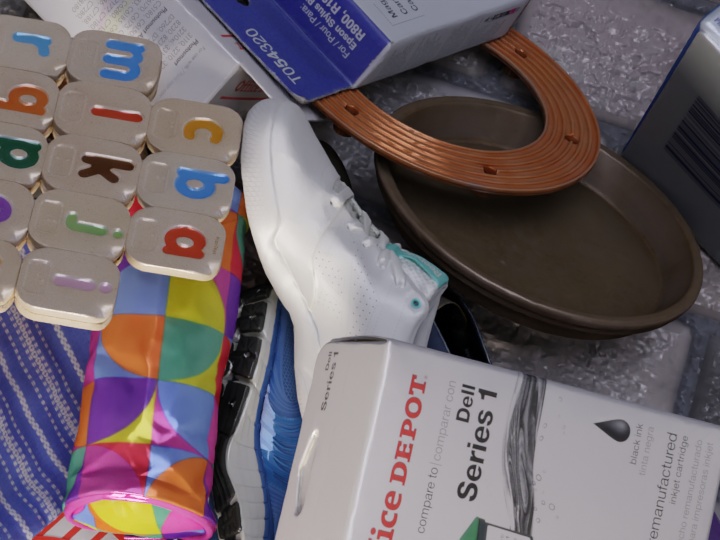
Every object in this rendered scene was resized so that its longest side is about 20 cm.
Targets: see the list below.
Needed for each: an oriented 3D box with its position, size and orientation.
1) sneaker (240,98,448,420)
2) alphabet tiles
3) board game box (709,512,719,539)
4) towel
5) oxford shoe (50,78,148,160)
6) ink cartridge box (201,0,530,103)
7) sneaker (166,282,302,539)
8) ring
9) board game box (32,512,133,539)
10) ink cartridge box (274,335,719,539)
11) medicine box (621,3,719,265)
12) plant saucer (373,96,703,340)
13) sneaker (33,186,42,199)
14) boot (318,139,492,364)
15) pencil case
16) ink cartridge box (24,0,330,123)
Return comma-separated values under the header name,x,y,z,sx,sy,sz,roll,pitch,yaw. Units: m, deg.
name,x,y,z,sx,sy,sz,roll,pitch,yaw
sneaker,0.000,0.000,1.441,0.088,0.075,0.200,-15,94,20
alphabet tiles,-0.162,-0.053,1.404,0.195,0.015,0.200,9,47,-3
board game box,0.137,0.205,1.483,0.165,0.057,0.200,-26,75,-16
towel,-0.190,0.072,1.396,0.200,0.024,0.145,-42,113,-48
oxford shoe,-0.152,-0.048,1.532,0.071,0.071,0.200,-23,75,-13
ink cartridge box,-0.027,-0.193,1.566,0.196,0.043,0.200,47,36,15
sneaker,-0.055,0.103,1.474,0.089,0.079,0.200,25,58,-42
ring,0.043,-0.103,1.564,0.200,0.019,0.200,17,34,-12
board game box,-0.188,0.213,1.433,0.151,0.046,0.200,43,68,9
ink cartridge box,0.069,0.125,1.385,0.200,0.084,0.146,15,82,-22
medicine box,0.270,-0.119,1.565,0.200,0.182,0.103,-38,79,-21
plant saucer,0.096,-0.027,1.536,0.200,0.029,0.200,19,33,-13
sneaker,-0.227,-0.090,1.501,0.200,0.079,0.074,42,29,22
boot,0.017,0.009,1.511,0.075,0.097,0.200,5,68,-55
pencil case,-0.103,0.043,1.429,0.088,0.088,0.200,10,66,-5
ink cartridge box,-0.107,-0.131,1.539,0.200,0.115,0.068,46,105,11
